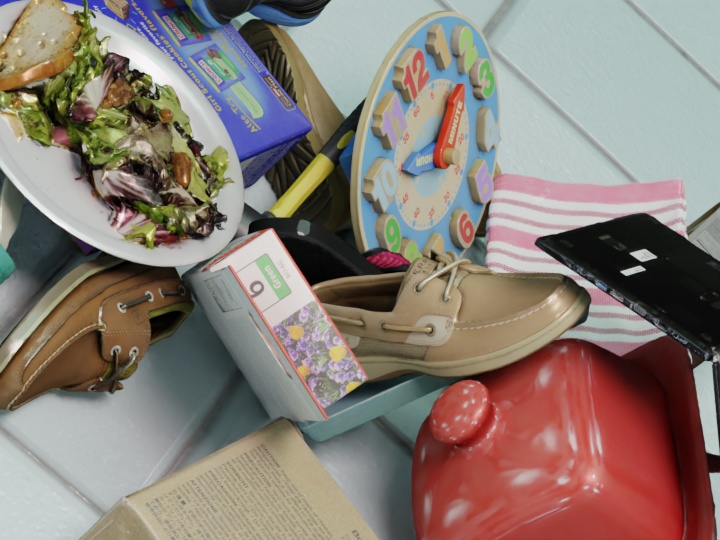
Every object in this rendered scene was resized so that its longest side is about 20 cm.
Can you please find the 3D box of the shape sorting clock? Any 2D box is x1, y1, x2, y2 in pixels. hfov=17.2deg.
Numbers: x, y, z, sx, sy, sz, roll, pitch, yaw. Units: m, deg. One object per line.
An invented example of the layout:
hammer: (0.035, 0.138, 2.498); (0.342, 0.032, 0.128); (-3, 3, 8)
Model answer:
shape sorting clock: (0.050, -0.080, 1.653); (0.200, 0.039, 0.200); (-20, 115, -54)

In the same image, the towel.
towel: (0.159, 0.002, 1.677); (0.146, 0.030, 0.200); (2, 42, 4)

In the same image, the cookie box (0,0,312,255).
cookie box: (-0.153, -0.117, 1.565); (0.171, 0.075, 0.200); (51, 34, 8)

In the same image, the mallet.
mallet: (-0.021, -0.061, 1.613); (0.200, 0.041, 0.066); (-42, 91, -28)

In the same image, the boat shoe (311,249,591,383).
boat shoe: (0.047, 0.024, 1.466); (0.071, 0.200, 0.065); (-48, 118, -48)

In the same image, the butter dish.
butter dish: (0.099, 0.120, 1.458); (0.148, 0.200, 0.200); (40, 31, -33)

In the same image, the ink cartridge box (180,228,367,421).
ink cartridge box: (-0.048, 0.033, 1.420); (0.109, 0.050, 0.200); (58, -11, -4)

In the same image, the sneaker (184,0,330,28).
sneaker: (-0.070, -0.210, 1.615); (0.071, 0.083, 0.200); (55, 27, 15)

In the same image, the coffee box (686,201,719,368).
coffee box: (0.243, 0.024, 1.812); (0.080, 0.114, 0.200); (50, 35, 3)

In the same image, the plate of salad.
plate of salad: (-0.147, -0.090, 1.436); (0.200, 0.048, 0.200); (28, 39, -25)

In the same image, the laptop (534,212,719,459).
laptop: (0.198, 0.064, 1.455); (0.200, 0.103, 0.177); (35, 20, 19)

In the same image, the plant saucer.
plant saucer: (0.051, 0.057, 1.513); (0.070, 0.200, 0.019); (-125, -169, -74)

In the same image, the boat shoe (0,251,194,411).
boat shoe: (-0.155, 0.036, 1.405); (0.068, 0.072, 0.200); (44, 34, 0)

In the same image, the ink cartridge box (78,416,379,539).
ink cartridge box: (-0.048, 0.200, 1.347); (0.200, 0.075, 0.165); (52, 33, 11)

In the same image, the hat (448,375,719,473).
hat: (0.181, 0.087, 1.619); (0.166, 0.176, 0.200); (-4, 57, -49)

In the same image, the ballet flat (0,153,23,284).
ballet flat: (-0.237, -0.066, 1.421); (0.067, 0.070, 0.200); (78, -1, -56)

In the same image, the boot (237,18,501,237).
boot: (0.006, -0.099, 1.735); (0.200, 0.066, 0.175); (-4, 70, -48)

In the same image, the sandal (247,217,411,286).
sandal: (0.000, 0.000, 1.566); (0.200, 0.075, 0.045); (39, 53, -48)
